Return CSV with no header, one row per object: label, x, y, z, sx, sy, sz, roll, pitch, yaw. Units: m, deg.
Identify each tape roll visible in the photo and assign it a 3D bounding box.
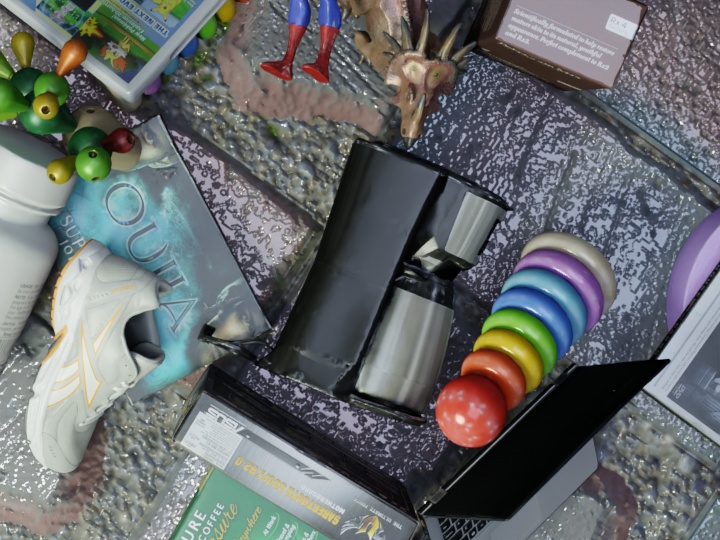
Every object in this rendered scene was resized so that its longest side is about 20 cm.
tape roll,0.359,0.033,1.519,0.198,0.066,0.202,0,94,-3

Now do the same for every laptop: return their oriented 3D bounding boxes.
laptop,0.150,0.170,1.413,0.187,0.115,0.201,-40,136,-24

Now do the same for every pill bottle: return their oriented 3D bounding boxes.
pill bottle,-0.303,-0.009,1.436,0.114,0.114,0.201,26,101,-5

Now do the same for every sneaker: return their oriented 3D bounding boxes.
sneaker,-0.206,0.082,1.455,0.091,0.076,0.202,20,114,11

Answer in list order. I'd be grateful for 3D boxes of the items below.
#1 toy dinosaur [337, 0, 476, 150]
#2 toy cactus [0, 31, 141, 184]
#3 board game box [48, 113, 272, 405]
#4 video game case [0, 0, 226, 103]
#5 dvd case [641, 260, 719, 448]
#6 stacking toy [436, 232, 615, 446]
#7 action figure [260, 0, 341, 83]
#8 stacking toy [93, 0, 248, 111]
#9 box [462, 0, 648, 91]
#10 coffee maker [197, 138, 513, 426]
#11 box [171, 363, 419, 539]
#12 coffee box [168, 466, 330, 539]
toy dinosaur,0.030,-0.205,1.447,0.085,0.136,0.202,-25,94,-1
toy cactus,-0.230,-0.125,1.405,0.199,0.165,0.103,28,92,36
board game box,-0.176,-0.009,1.501,0.134,0.028,0.201,-28,95,0
video game case,-0.195,-0.255,1.435,0.199,0.022,0.183,37,75,12
dvd case,0.344,0.090,1.477,0.199,0.025,0.151,36,91,-4
stacking toy,0.124,0.060,1.439,0.085,0.085,0.200,44,53,-5
action figure,-0.042,-0.257,1.405,0.065,0.099,0.202,7,78,33
stacking toy,-0.136,-0.219,1.471,0.199,0.085,0.086,-38,95,-8
box,0.148,-0.190,1.422,0.099,0.200,0.076,22,92,-5
coffee maker,0.000,0.000,1.447,0.191,0.135,0.202,21,89,-18
box,-0.053,0.154,1.454,0.199,0.158,0.049,32,92,-5
coffee box,-0.064,0.254,1.517,0.199,0.044,0.124,29,91,-5
